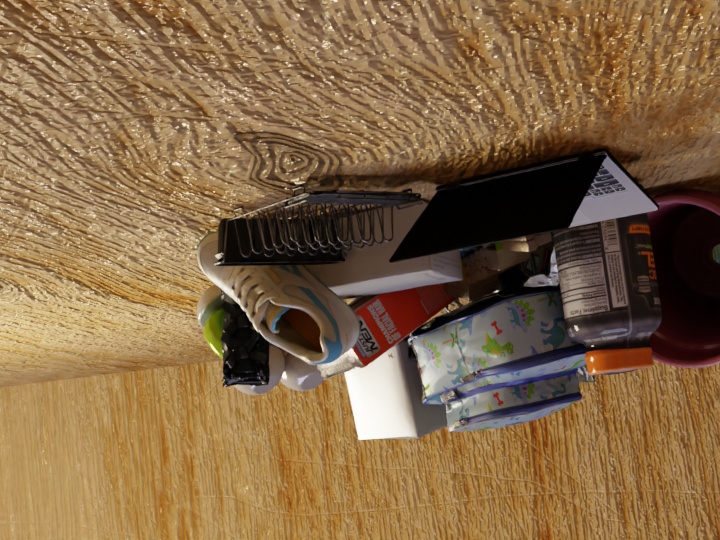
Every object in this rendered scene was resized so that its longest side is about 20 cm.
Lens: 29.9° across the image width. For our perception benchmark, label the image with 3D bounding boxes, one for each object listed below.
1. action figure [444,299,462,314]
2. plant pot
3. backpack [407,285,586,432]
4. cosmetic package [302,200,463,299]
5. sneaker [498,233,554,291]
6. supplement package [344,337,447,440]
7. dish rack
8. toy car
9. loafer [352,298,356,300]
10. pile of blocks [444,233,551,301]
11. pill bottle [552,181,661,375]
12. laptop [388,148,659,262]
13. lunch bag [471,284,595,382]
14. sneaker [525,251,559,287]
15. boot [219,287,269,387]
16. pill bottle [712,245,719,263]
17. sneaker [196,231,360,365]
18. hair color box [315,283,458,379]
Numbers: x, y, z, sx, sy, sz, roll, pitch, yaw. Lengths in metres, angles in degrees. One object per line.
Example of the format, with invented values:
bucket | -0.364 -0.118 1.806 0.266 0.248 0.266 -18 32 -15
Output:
action figure | 0.092 0.017 1.789 0.118 0.103 0.199 7 169 -42
plant pot | 0.403 -0.006 1.592 0.198 0.202 0.179 -11 -172 32
backpack | 0.181 0.101 1.562 0.182 0.148 0.200 -8 165 -39
cosmetic package | 0.003 -0.017 1.491 0.198 0.082 0.113 -8 172 24
sneaker | 0.159 -0.012 1.617 0.079 0.097 0.200 -4 173 -28
supplement package | 0.093 0.132 1.704 0.199 0.118 0.117 -13 -178 -40
dish rack | -0.040 -0.044 1.330 0.152 0.055 0.199 -3 173 -36
toy car | -0.122 0.071 1.908 0.199 0.176 0.150 0 137 -40
loafer | 0.000 0.000 1.664 0.072 0.073 0.200 -7 173 24
pile of blocks | 0.155 -0.034 1.509 0.062 0.083 0.200 -19 166 -30
pill bottle | 0.267 0.011 1.457 0.105 0.202 0.106 -7 173 -1
laptop | 0.161 -0.037 1.288 0.186 0.117 0.200 -10 152 34
lunch bag | 0.240 0.052 1.860 0.162 0.201 0.118 -6 142 22
sneaker | 0.243 -0.003 1.753 0.077 0.100 0.199 -1 171 -36
boot | -0.138 0.061 1.662 0.073 0.164 0.198 -5 173 1
pill bottle | 0.420 -0.012 1.809 0.110 0.112 0.199 -10 173 31
sneaker | -0.094 0.024 1.425 0.199 0.077 0.081 34 -157 11
hair color box | 0.036 0.046 1.601 0.199 0.064 0.111 -36 -174 -30
